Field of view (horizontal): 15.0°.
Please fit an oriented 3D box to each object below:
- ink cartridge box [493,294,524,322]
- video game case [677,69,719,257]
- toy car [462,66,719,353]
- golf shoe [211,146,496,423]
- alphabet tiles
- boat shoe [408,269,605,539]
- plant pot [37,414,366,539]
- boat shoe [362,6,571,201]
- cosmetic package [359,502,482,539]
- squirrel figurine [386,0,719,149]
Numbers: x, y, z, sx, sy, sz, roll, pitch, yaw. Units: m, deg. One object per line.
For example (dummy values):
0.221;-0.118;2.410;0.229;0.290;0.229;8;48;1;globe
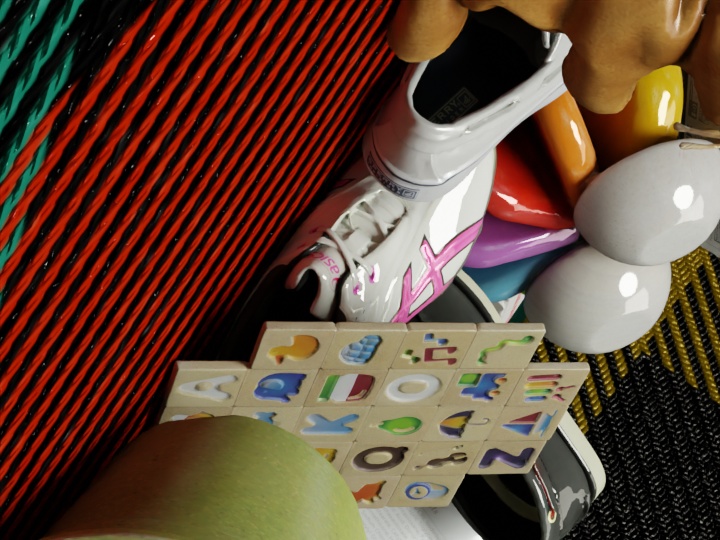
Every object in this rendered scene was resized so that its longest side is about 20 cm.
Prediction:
0.107;-0.062;1.749;0.200;0.084;0.145;-55;174;-14;ink cartridge box
0.182;-0.120;1.453;0.181;0.036;0.201;-141;-130;-64;video game case
0.087;-0.055;1.435;0.149;0.176;0.200;-12;151;-25;toy car
0.000;0.000;1.312;0.200;0.072;0.092;-55;172;-6;golf shoe
0.000;0.070;1.287;0.167;0.199;0.006;114;-28;-53;alphabet tiles
0.043;0.058;1.383;0.074;0.202;0.063;-29;-167;49;boat shoe
-0.073;0.157;1.151;0.201;0.200;0.184;-58;-175;23;plant pot
0.077;-0.113;1.311;0.200;0.073;0.065;-54;177;-32;boat shoe
0.004;0.148;1.468;0.200;0.074;0.102;-37;-174;-18;cosmetic package
0.141;-0.137;1.152;0.142;0.186;0.200;-50;172;-38;squirrel figurine
